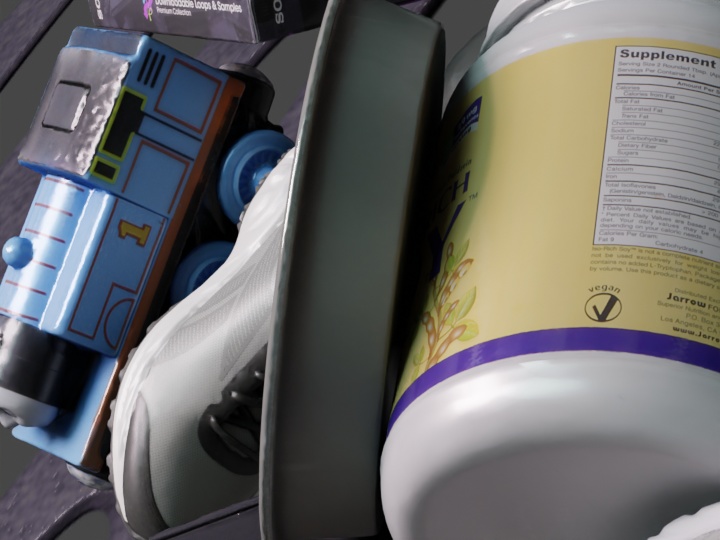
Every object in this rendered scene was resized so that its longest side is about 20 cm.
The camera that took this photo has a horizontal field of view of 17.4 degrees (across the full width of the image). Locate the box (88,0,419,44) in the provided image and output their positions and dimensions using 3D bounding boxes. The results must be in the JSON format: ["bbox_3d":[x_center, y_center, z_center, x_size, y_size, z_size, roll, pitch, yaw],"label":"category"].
[{"bbox_3d":[0.000,-0.137,1.008,0.199,0.036,0.143,-16,16,-30],"label":"box"}]

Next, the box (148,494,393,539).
[{"bbox_3d":[-0.018,0.164,0.835,0.198,0.050,0.201,-22,42,38],"label":"box"}]

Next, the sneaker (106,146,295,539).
[{"bbox_3d":[-0.034,0.031,0.969,0.079,0.074,0.201,17,72,52],"label":"sneaker"}]

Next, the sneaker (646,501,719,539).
[{"bbox_3d":[0.113,0.104,0.640,0.200,0.074,0.082,-58,4,45],"label":"sneaker"}]

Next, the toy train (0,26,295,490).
[{"bbox_3d":[-0.104,-0.006,1.033,0.087,0.114,0.201,15,83,57],"label":"toy train"}]

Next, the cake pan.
[{"bbox_3d":[0.000,0.000,0.792,0.036,0.201,0.201,7,53,4],"label":"cake pan"}]

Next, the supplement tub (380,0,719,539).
[{"bbox_3d":[0.089,0.005,0.761,0.145,0.145,0.201,-25,41,37],"label":"supplement tub"}]

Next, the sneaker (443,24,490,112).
[{"bbox_3d":[0.042,-0.017,0.912,0.079,0.075,0.201,8,65,52],"label":"sneaker"}]
